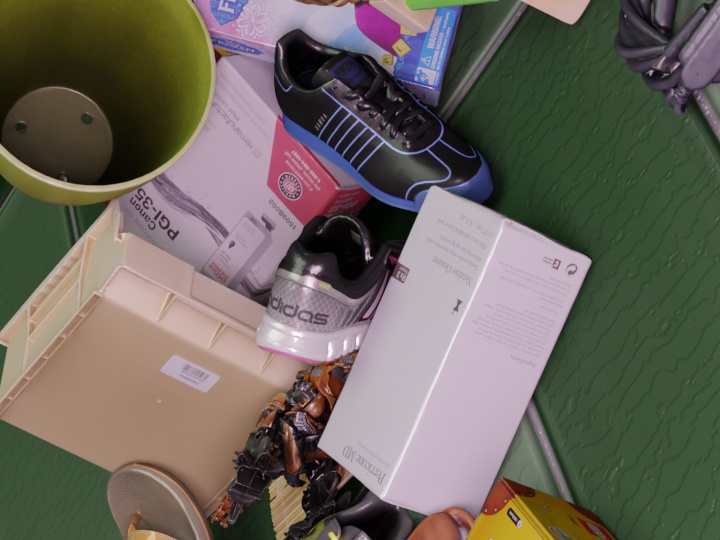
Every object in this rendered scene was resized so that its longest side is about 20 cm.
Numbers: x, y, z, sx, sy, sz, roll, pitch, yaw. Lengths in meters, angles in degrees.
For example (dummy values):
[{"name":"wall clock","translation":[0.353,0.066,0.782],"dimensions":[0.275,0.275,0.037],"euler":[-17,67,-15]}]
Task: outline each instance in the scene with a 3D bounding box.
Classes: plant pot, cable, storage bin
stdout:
[{"name":"plant pot","translation":[-0.220,-0.123,1.922],"dimensions":[0.200,0.186,0.188],"euler":[135,149,-70]},{"name":"cable","translation":[0.235,-0.204,1.612],"dimensions":[0.201,0.051,0.164],"euler":[-58,24,24]},{"name":"storage bin","translation":[-0.148,0.068,1.918],"dimensions":[0.199,0.199,0.094],"euler":[-46,26,36]}]

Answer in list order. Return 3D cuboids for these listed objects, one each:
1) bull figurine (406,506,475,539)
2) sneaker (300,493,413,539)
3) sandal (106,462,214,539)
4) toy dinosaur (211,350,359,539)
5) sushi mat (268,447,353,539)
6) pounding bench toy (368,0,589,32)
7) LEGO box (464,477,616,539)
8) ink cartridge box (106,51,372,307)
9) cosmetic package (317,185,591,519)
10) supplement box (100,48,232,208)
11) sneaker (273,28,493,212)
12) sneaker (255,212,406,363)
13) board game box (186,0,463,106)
[{"name":"bull figurine","translation":[0.027,0.251,1.631],"dimensions":[0.201,0.065,0.121],"euler":[-64,31,13]},{"name":"sneaker","translation":[-0.033,0.206,1.668],"dimensions":[0.085,0.074,0.200],"euler":[-52,-5,36]},{"name":"sandal","translation":[-0.144,0.231,1.888],"dimensions":[0.080,0.054,0.201],"euler":[-40,63,36]},{"name":"toy dinosaur","translation":[-0.039,0.128,1.813],"dimensions":[0.136,0.102,0.201],"euler":[-80,8,-51]},{"name":"sushi mat","translation":[-0.010,0.114,1.850],"dimensions":[0.200,0.012,0.096],"euler":[-48,35,35]},{"name":"pounding bench toy","translation":[0.095,-0.238,1.796],"dimensions":[0.201,0.124,0.156],"euler":[-61,28,14]},{"name":"LEGO box","translation":[0.112,0.237,1.469],"dimensions":[0.150,0.077,0.200],"euler":[-62,28,12]},{"name":"ink cartridge box","translation":[-0.094,-0.054,1.977],"dimensions":[0.147,0.083,0.200],"euler":[48,121,13]},{"name":"cosmetic package","translation":[0.061,0.057,1.690],"dimensions":[0.113,0.081,0.201],"euler":[28,95,61]},{"name":"supplement box","translation":[-0.123,-0.112,2.093],"dimensions":[0.110,0.085,0.200],"euler":[43,114,20]},{"name":"sneaker","translation":[0.010,-0.108,1.824],"dimensions":[0.199,0.078,0.070],"euler":[28,56,34]},{"name":"sneaker","translation":[0.000,0.000,1.750],"dimensions":[0.073,0.200,0.088],"euler":[24,113,24]},{"name":"board game box","translation":[-0.011,-0.247,1.924],"dimensions":[0.041,0.198,0.201],"euler":[94,-169,-76]}]
